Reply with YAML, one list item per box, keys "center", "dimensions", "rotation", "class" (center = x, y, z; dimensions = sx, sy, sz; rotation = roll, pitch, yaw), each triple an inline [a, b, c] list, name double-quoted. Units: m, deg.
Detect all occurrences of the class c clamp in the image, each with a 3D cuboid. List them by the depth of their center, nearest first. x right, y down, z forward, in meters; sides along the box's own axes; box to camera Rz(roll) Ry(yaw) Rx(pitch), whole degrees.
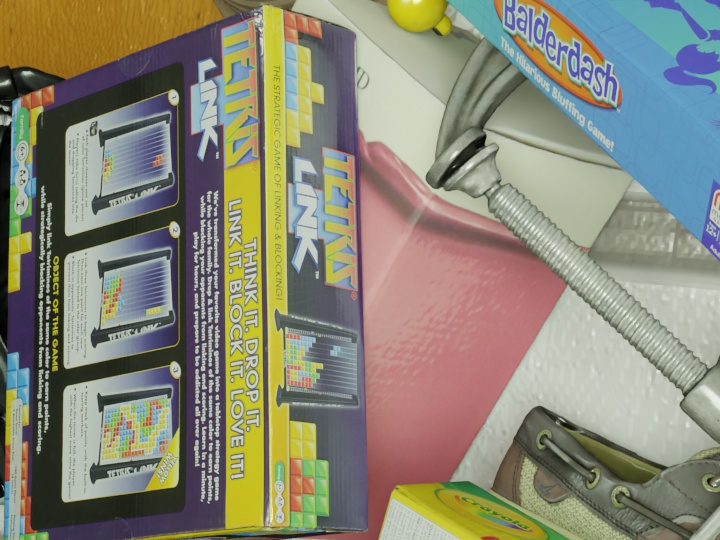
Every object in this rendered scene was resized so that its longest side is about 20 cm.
- center: [0.100, -0.010, 0.677]
  dimensions: [0.171, 0.027, 0.200]
  rotation: [-37, 77, -15]
  class: "c clamp"

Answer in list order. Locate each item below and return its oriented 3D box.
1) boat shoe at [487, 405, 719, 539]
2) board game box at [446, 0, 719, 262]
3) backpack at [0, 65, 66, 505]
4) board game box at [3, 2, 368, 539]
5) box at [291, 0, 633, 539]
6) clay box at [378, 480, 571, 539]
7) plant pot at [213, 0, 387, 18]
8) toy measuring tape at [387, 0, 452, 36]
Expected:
- center: [0.124, 0.096, 0.690]
  dimensions: [0.199, 0.073, 0.065]
  rotation: [14, 91, 41]
  class: "boat shoe"
- center: [0.130, -0.096, 0.666]
  dimensions: [0.200, 0.152, 0.045]
  rotation: [48, 149, 38]
  class: "board game box"
- center: [-0.159, 0.019, 0.952]
  dimensions: [0.167, 0.126, 0.201]
  rotation: [-43, 56, 45]
  class: "backpack"
- center: [-0.074, 0.012, 0.763]
  dimensions: [0.165, 0.057, 0.201]
  rotation: [-12, 74, 42]
  class: "board game box"
- center: [0.000, 0.000, 0.807]
  dimensions: [0.128, 0.109, 0.201]
  rotation: [45, 115, 40]
  class: "box"
- center: [0.077, 0.162, 0.621]
  dimensions: [0.200, 0.047, 0.115]
  rotation: [27, 107, 41]
  class: "clay box"
- center: [-0.030, -0.202, 0.886]
  dimensions: [0.200, 0.092, 0.202]
  rotation: [-8, 78, 44]
  class: "plant pot"
- center: [0.090, -0.165, 0.783]
  dimensions: [0.200, 0.074, 0.074]
  rotation: [-43, 50, -4]
  class: "toy measuring tape"
